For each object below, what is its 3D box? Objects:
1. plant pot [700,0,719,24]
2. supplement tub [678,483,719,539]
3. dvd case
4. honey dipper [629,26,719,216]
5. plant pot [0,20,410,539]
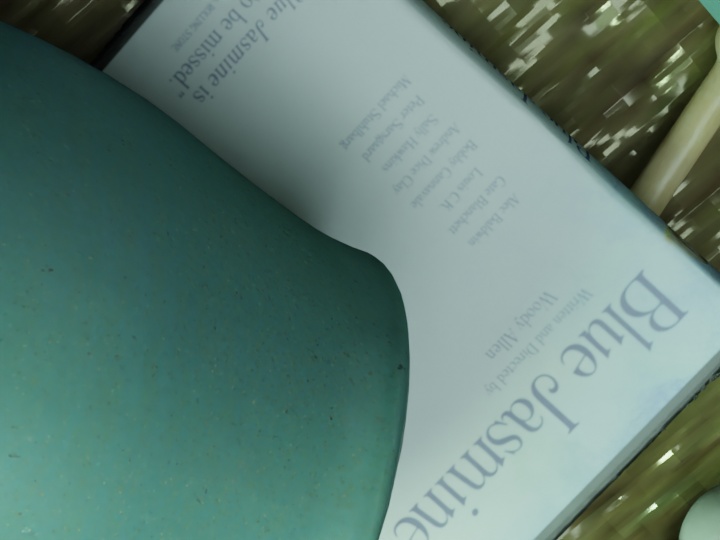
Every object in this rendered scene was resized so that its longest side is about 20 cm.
[{"bbox_3d":[0.132,-0.144,0.619,0.134,0.200,0.201,31,110,19],"label":"plant pot"},{"bbox_3d":[0.186,0.110,0.744,0.199,0.145,0.145,-26,115,4],"label":"supplement tub"},{"bbox_3d":[0.000,0.000,0.714,0.200,0.018,0.143,41,102,-9],"label":"dvd case"},{"bbox_3d":[0.070,0.005,0.741,0.038,0.038,0.201,28,105,-19],"label":"honey dipper"},{"bbox_3d":[-0.096,0.032,0.627,0.187,0.200,0.201,17,110,-20],"label":"plant pot"}]
